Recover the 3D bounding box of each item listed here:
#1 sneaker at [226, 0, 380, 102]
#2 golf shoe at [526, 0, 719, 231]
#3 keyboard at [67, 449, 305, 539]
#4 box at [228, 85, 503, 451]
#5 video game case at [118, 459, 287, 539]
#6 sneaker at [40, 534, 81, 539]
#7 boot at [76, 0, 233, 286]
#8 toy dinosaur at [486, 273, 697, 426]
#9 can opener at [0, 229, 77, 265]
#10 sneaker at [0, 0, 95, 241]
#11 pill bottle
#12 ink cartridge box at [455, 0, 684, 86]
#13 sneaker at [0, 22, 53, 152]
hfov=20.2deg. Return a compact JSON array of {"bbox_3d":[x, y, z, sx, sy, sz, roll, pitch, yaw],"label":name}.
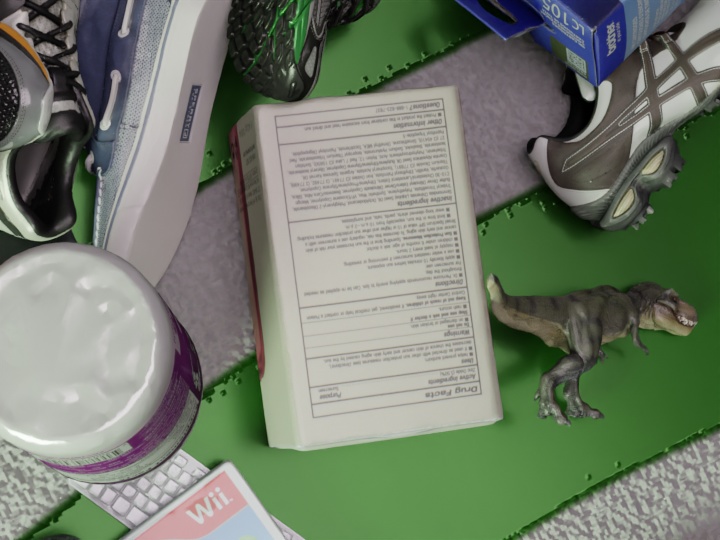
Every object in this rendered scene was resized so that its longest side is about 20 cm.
[{"bbox_3d":[-0.020,-0.172,1.195,0.085,0.078,0.201,30,45,-19],"label":"sneaker"},{"bbox_3d":[0.183,-0.125,1.273,0.094,0.078,0.201,36,78,-7],"label":"golf shoe"},{"bbox_3d":[-0.082,0.163,1.225,0.199,0.011,0.056,37,79,-7],"label":"keyboard"},{"bbox_3d":[0.000,0.000,1.206,0.127,0.109,0.202,-6,87,-13],"label":"box"},{"bbox_3d":[-0.078,0.236,1.211,0.143,0.017,0.201,-36,93,-7],"label":"video game case"},{"bbox_3d":[-0.207,0.245,1.165,0.084,0.074,0.201,36,90,-15],"label":"sneaker"},{"bbox_3d":[-0.144,-0.085,1.211,0.090,0.073,0.202,17,93,20],"label":"boot"},{"bbox_3d":[0.132,0.048,1.241,0.199,0.047,0.089,3,95,-47],"label":"toy dinosaur"},{"bbox_3d":[-0.254,0.034,1.184,0.198,0.053,0.067,-22,56,-15],"label":"can opener"},{"bbox_3d":[-0.180,-0.113,1.150,0.075,0.087,0.202,-13,120,-38],"label":"sneaker"},{"bbox_3d":[-0.146,0.058,1.115,0.111,0.200,0.114,-1,78,2],"label":"pill bottle"},{"bbox_3d":[0.143,-0.211,1.247,0.200,0.076,0.136,-44,67,-10],"label":"ink cartridge box"},{"bbox_3d":[-0.262,-0.111,1.102,0.198,0.077,0.079,18,103,12],"label":"sneaker"}]
